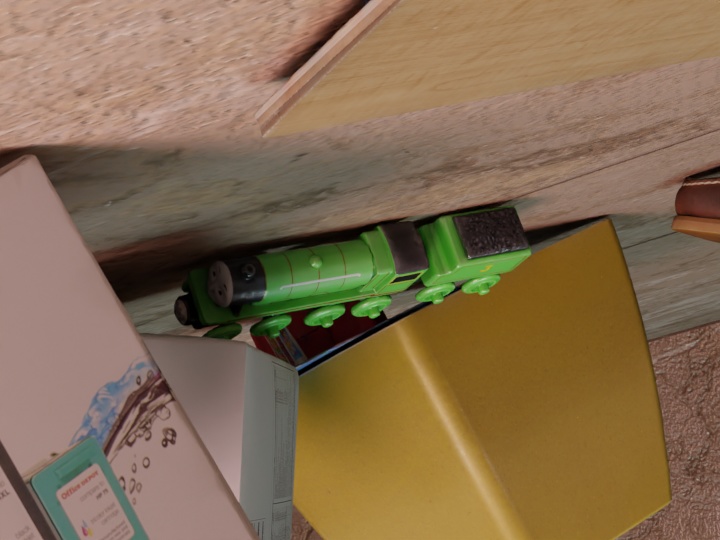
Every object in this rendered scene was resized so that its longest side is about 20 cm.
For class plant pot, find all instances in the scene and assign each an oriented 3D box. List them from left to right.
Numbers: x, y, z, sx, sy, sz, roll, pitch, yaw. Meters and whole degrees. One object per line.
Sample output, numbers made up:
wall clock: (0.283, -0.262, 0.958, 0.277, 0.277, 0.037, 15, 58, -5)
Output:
plant pot: (0.076, 0.107, 1.205, 0.200, 0.177, 0.200, -24, 175, -40)

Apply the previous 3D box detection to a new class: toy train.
toy train: (0.000, 0.000, 0.980, 0.199, 0.042, 0.056, -10, 162, -32)

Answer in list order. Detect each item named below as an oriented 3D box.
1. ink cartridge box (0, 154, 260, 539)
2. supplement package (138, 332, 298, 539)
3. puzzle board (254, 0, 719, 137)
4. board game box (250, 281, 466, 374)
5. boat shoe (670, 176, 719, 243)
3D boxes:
ink cartridge box: (-0.140, 0.095, 0.620, 0.146, 0.201, 0.146, -22, -170, 48)
supplement package: (-0.135, 0.107, 0.920, 0.190, 0.148, 0.200, 2, 175, 4)
puzzle board: (0.081, -0.083, 0.564, 0.199, 0.017, 0.151, -13, 172, -22)
board game box: (-0.021, 0.034, 1.204, 0.158, 0.039, 0.200, -26, 176, -26)
boat shoe: (0.273, -0.041, 1.077, 0.199, 0.071, 0.070, 5, 180, 26)
